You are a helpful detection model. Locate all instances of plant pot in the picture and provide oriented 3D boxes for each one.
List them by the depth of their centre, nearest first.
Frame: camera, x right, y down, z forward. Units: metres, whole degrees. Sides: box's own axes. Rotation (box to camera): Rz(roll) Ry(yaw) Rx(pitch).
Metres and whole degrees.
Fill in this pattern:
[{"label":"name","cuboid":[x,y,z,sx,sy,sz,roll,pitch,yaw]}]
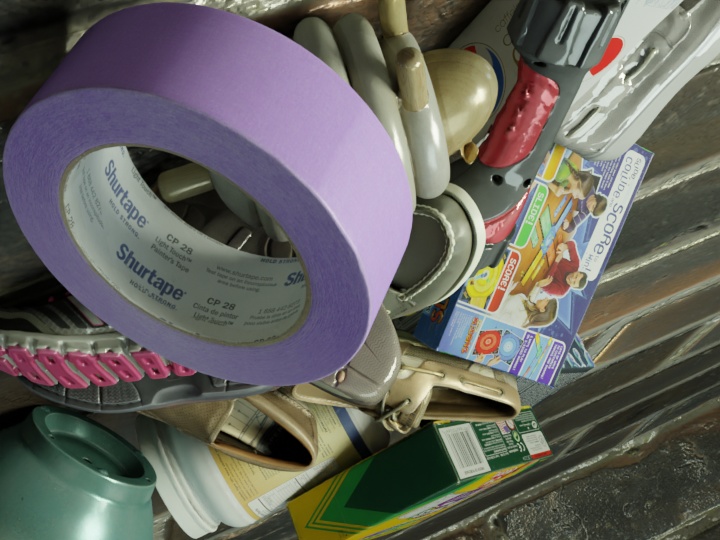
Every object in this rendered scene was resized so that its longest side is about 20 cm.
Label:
[{"label":"plant pot","cuboid":[-0.248,0.197,0.986,0.135,0.199,0.200,-57,156,4]}]

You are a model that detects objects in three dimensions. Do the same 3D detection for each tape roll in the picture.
[{"label":"tape roll","cuboid":[-0.076,-0.031,0.605,0.201,0.198,0.066,-54,-172,52]}]

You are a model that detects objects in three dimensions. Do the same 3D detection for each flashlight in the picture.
[{"label":"flashlight","cuboid":[0.087,-0.087,0.719,0.068,0.067,0.202,-54,168,-46]}]

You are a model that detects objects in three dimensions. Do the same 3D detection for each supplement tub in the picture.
[{"label":"supplement tub","cuboid":[-0.087,0.139,1.084,0.198,0.146,0.145,-27,161,0]}]

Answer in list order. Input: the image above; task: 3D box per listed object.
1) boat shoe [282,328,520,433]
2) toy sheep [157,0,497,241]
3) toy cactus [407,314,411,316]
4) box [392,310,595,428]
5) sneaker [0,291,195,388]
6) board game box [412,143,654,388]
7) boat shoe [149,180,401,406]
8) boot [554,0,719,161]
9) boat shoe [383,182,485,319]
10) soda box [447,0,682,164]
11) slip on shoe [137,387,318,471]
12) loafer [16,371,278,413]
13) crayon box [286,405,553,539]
[{"label":"boat shoe","cuboid":[0.034,0.090,0.955,0.197,0.065,0.072,-1,144,-15]},{"label":"toy sheep","cuboid":[-0.019,-0.079,0.672,0.197,0.140,0.138,-13,160,1]},{"label":"toy cactus","cuboid":[0.063,-0.045,0.949,0.198,0.103,0.165,-27,142,6]},{"label":"box","cuboid":[0.111,0.055,1.136,0.107,0.150,0.199,-36,159,25]},{"label":"sneaker","cuboid":[-0.164,0.024,0.813,0.196,0.089,0.074,-4,156,3]},{"label":"board game box","cuboid":[0.134,-0.021,0.923,0.134,0.034,0.203,19,96,-37]},{"label":"boat shoe","cuboid":[-0.053,0.014,0.739,0.075,0.199,0.074,-46,159,-16]},{"label":"boot","cuboid":[0.184,-0.165,0.808,0.095,0.074,0.201,16,119,-35]},{"label":"boat shoe","cuboid":[0.001,0.004,0.764,0.060,0.073,0.201,-24,177,-38]},{"label":"soda box","cuboid":[0.112,-0.140,0.772,0.063,0.069,0.200,-5,150,-47]},{"label":"slip on shoe","cuboid":[-0.118,0.105,0.948,0.199,0.061,0.076,32,102,-25]},{"label":"loafer","cuboid":[-0.146,0.072,0.865,0.196,0.073,0.063,-1,160,5]},{"label":"crayon box","cuboid":[0.057,0.189,1.092,0.172,0.059,0.199,-34,162,27]}]
